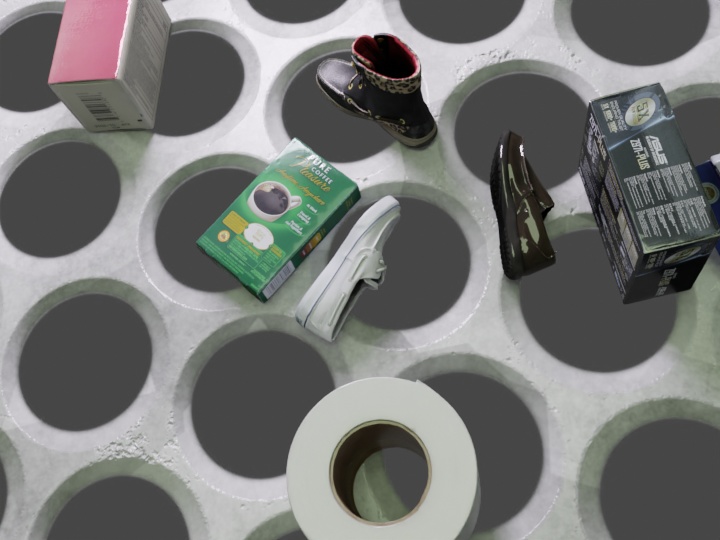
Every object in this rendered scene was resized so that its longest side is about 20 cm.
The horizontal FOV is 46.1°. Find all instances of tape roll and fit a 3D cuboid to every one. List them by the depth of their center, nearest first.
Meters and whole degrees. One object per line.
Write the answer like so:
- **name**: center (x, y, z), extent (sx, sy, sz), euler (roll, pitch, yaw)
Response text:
- **tape roll**: center (0.031, 0.231, 0.927), extent (0.201, 0.139, 0.204), euler (-3, 67, 8)

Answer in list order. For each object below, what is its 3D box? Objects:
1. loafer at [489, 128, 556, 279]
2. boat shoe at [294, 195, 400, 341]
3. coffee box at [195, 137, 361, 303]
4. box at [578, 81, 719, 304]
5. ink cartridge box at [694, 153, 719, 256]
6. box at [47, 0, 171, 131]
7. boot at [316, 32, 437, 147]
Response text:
- **loafer**: center (0.208, -0.084, 1.071), extent (0.071, 0.073, 0.201), euler (-2, 72, -2)
- **boat shoe**: center (0.000, 0.000, 1.071), extent (0.065, 0.074, 0.200), euler (34, 87, 16)
- **coffee box**: center (-0.106, -0.068, 1.124), extent (0.123, 0.044, 0.200), euler (36, 78, 20)
- **box**: center (0.330, -0.086, 0.994), extent (0.086, 0.164, 0.201), euler (-14, 66, 4)
- **ink cartridge box**: center (0.472, -0.055, 0.917), extent (0.041, 0.200, 0.200), euler (-36, 97, -47)
- **box**: center (-0.358, -0.319, 1.224), extent (0.108, 0.128, 0.201), euler (-2, 67, 10)
- **boot**: center (0.013, -0.257, 1.123), extent (0.200, 0.151, 0.073), euler (38, 78, 21)
